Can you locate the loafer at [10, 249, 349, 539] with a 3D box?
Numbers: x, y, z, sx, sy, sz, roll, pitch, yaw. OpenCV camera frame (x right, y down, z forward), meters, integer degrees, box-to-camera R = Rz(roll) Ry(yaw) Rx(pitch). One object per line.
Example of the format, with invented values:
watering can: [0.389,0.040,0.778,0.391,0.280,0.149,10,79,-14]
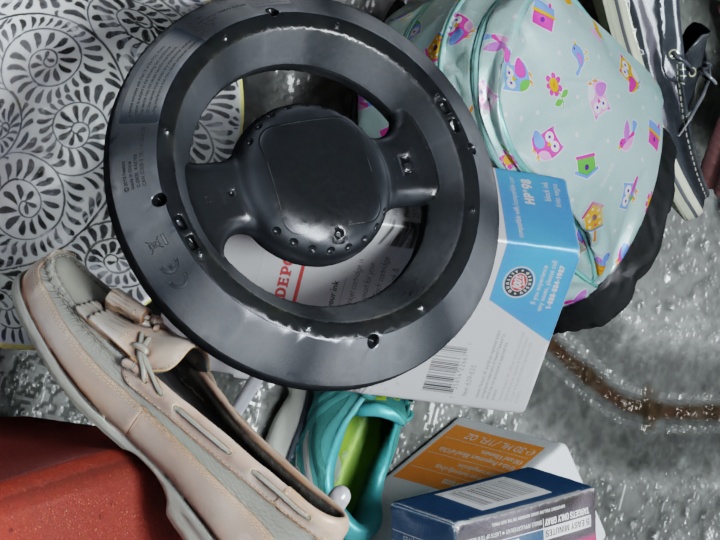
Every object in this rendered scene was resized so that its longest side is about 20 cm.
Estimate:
loafer: [-0.079,0.062,1.005,0.200,0.063,0.072,51,23,12]

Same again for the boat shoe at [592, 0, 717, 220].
boat shoe: [0.185,-0.126,1.322,0.062,0.075,0.200,-17,104,0]

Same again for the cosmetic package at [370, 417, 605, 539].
cosmetic package: [0.030,0.173,1.239,0.200,0.101,0.071,-38,116,-27]

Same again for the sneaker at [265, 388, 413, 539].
sneaker: [0.005,0.058,1.219,0.077,0.080,0.200,12,88,-36]

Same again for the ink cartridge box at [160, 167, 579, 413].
ink cartridge box: [0.000,0.000,1.125,0.200,0.067,0.116,8,129,-10]

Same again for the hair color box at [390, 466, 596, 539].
hair color box: [0.075,0.216,1.177,0.100,0.061,0.200,-10,104,-34]

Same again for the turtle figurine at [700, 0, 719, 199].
turtle figurine: [0.295,-0.137,1.365,0.194,0.200,0.144,65,27,-18]

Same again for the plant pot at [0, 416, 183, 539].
plant pot: [-0.173,0.166,1.046,0.176,0.200,0.200,-24,110,-44]

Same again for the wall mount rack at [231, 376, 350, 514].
wall mount rack: [-0.038,0.133,1.092,0.075,0.200,0.174,-18,134,-4]

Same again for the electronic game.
electronic game: [-0.025,-0.040,1.034,0.200,0.042,0.200,9,68,-23]

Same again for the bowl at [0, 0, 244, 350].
bowl: [-0.163,-0.071,1.062,0.201,0.094,0.201,-21,124,-34]

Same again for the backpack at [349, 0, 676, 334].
backpack: [0.089,-0.076,1.211,0.200,0.127,0.167,41,50,-37]
